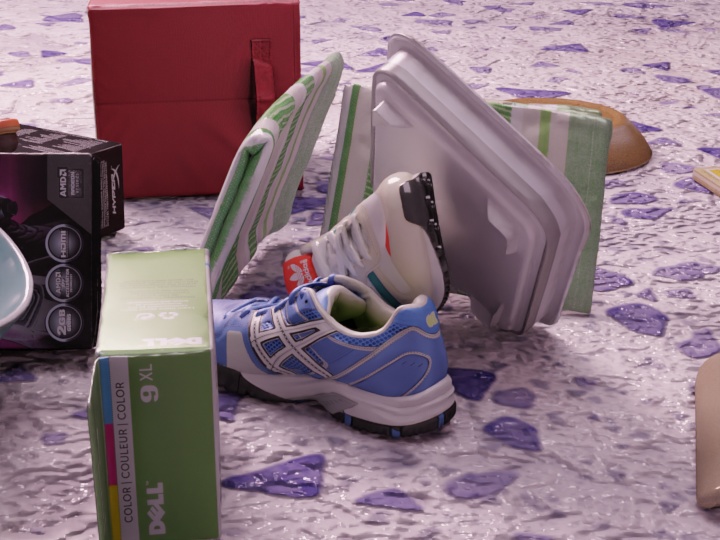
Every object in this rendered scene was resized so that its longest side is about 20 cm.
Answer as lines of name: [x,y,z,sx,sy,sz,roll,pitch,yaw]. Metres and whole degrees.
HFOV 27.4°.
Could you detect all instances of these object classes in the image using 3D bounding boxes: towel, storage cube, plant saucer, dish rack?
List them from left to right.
storage cube: [-0.147,-0.170,1.324,0.179,0.172,0.200,-3,21,-7]
towel: [-0.065,-0.063,1.054,0.023,0.153,0.200,25,25,5]
dish rack: [0.062,-0.041,0.935,0.043,0.200,0.172,-41,72,-15]
towel: [0.075,-0.055,1.063,0.199,0.153,0.023,7,-15,8]
plant saucer: [0.185,-0.136,1.441,0.199,0.036,0.200,1,20,0]

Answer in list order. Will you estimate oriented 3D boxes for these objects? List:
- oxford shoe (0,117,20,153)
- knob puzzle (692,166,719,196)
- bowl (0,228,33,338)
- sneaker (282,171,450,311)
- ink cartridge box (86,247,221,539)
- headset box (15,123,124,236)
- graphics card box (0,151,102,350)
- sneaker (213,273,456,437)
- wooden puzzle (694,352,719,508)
oxford shoe: [-0.307,-0.042,1.002,0.199,0.073,0.071,-26,2,16]
knob puzzle: [0.418,-0.074,1.287,0.218,0.031,0.220,1,19,0]
bowl: [-0.296,0.020,0.829,0.200,0.105,0.201,24,19,-9]
sneaker: [0.000,0.000,0.914,0.093,0.071,0.200,-8,-16,-5]
ink cartridge box: [-0.102,0.070,0.753,0.059,0.104,0.200,-2,20,-6]
headset box: [-0.300,-0.053,1.128,0.148,0.078,0.200,12,23,28]
graphics card box: [-0.264,-0.012,0.936,0.199,0.126,0.051,1,0,-4]
sneaker: [-0.030,0.037,0.889,0.199,0.078,0.076,10,23,28]
wooden puzzle: [0.288,0.084,0.815,0.199,0.047,0.185,5,20,11]
